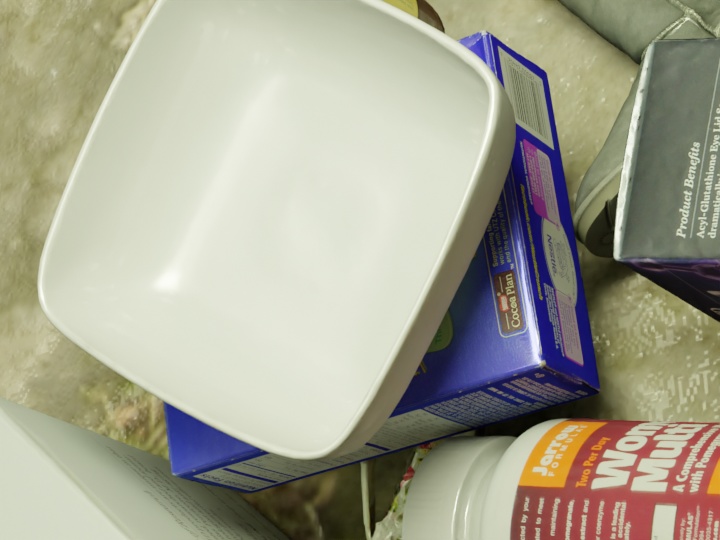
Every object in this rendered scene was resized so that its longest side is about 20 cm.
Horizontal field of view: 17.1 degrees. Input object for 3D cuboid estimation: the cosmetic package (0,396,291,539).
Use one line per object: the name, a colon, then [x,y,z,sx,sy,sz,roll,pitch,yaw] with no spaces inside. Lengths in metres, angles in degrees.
cosmetic package: [-0.122,0.190,1.176,0.166,0.200,0.168,37,97,40]

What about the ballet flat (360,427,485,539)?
ballet flat: [0.035,0.068,1.183,0.064,0.076,0.201,12,76,1]

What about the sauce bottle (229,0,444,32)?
sauce bottle: [-0.001,-0.122,1.206,0.065,0.200,0.065,-18,58,32]

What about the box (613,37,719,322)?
box: [0.233,-0.030,1.027,0.200,0.148,0.105,0,73,39]

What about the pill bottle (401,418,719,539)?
pill bottle: [0.124,0.122,1.074,0.200,0.109,0.110,-1,72,37]

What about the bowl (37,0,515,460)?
bowl: [-0.030,-0.028,1.081,0.199,0.075,0.201,26,93,30]

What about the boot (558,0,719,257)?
boot: [0.124,-0.124,1.197,0.182,0.073,0.200,-43,57,-2]

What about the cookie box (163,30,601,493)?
cookie box: [0.000,0.000,1.149,0.199,0.075,0.172,-18,68,25]
